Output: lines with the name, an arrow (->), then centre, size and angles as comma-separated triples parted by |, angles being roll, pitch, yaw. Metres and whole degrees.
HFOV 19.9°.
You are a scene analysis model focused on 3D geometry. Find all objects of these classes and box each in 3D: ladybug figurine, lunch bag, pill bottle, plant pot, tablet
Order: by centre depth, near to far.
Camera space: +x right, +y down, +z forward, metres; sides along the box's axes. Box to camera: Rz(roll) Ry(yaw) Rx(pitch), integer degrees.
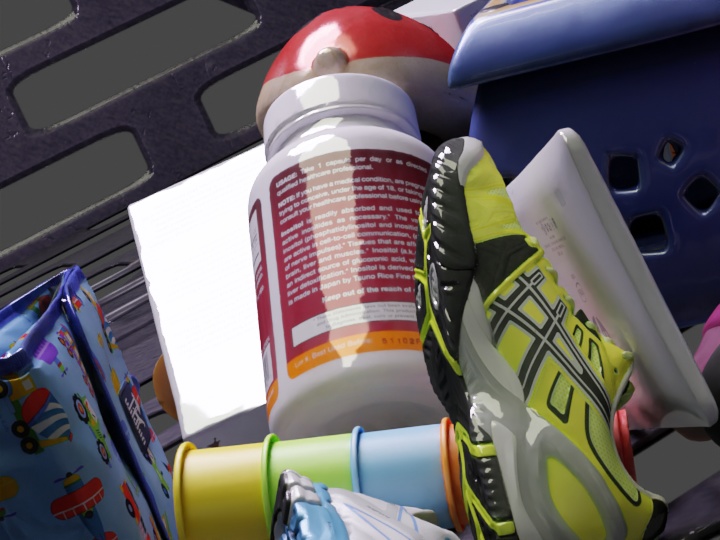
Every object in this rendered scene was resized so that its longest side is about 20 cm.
tablet -> 0.103, 0.011, 0.890 | 0.014, 0.131, 0.200 | -27, -3, -4
lunch bag -> -0.139, 0.092, 0.974 | 0.094, 0.151, 0.200 | -23, 11, 13
pill bottle -> 0.000, 0.000, 1.072 | 0.113, 0.113, 0.201 | -21, 54, 20
plant pot -> 0.154, -0.078, 1.119 | 0.199, 0.181, 0.200 | -12, 12, 15
ladybug figurine -> 0.009, -0.103, 1.207 | 0.135, 0.072, 0.200 | -4, -13, 11

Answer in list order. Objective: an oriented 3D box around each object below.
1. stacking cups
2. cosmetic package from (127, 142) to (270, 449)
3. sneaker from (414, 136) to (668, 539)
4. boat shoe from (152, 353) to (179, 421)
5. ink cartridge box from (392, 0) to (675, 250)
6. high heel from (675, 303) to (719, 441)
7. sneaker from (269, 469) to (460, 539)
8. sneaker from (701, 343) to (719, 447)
stacking cups -> 0.021, 0.096, 0.902 | 0.199, 0.061, 0.061 | -6, 13, 7
cosmetic package -> -0.063, 0.027, 1.201 | 0.101, 0.071, 0.200 | -24, 44, 5
sneaker -> 0.070, 0.036, 0.859 | 0.076, 0.201, 0.075 | -9, -21, -8
boat shoe -> -0.032, 0.056, 1.281 | 0.199, 0.071, 0.070 | -10, 4, 27
ink cartridge box -> 0.133, -0.103, 1.318 | 0.145, 0.201, 0.145 | -28, 13, -14
high heel -> 0.211, 0.017, 0.869 | 0.096, 0.068, 0.200 | -44, 15, -31
sneaker -> 0.015, 0.132, 0.786 | 0.086, 0.075, 0.200 | 5, 20, -8
sneaker -> 0.187, 0.050, 0.758 | 0.088, 0.074, 0.200 | -30, 11, -37
